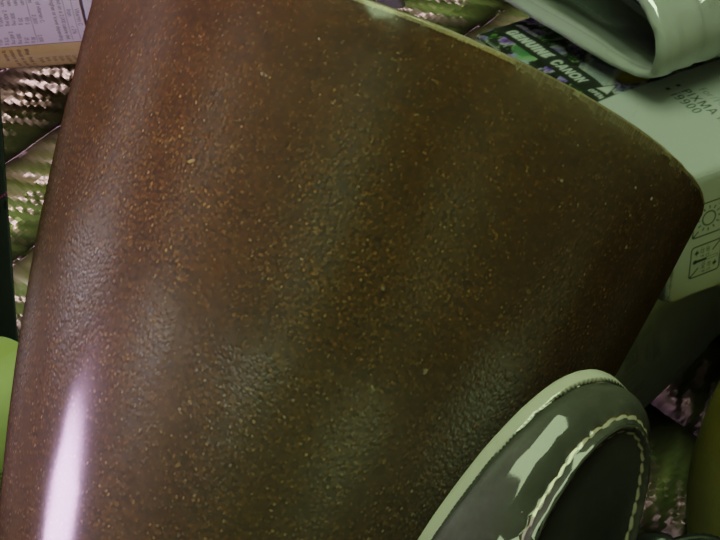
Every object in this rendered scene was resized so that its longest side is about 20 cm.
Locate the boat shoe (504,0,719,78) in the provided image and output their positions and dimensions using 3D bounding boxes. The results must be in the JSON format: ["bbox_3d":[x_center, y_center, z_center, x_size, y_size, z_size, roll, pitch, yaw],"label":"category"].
[{"bbox_3d":[0.046,-0.128,0.938,0.067,0.074,0.200,-30,48,-35],"label":"boat shoe"}]

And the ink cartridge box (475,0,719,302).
[{"bbox_3d":[0.148,-0.064,0.958,0.200,0.050,0.109,-20,40,-25],"label":"ink cartridge box"}]

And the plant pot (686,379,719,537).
[{"bbox_3d":[0.200,0.041,0.853,0.200,0.142,0.200,-1,57,2],"label":"plant pot"}]

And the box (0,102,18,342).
[{"bbox_3d":[-0.221,0.013,0.900,0.200,0.149,0.124,-23,34,-39],"label":"box"}]

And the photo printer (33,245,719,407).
[{"bbox_3d":[0.000,0.000,0.985,0.166,0.070,0.200,-39,55,-25],"label":"photo printer"}]

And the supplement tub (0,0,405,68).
[{"bbox_3d":[-0.087,-0.151,1.083,0.200,0.145,0.145,-4,48,3],"label":"supplement tub"}]

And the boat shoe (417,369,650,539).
[{"bbox_3d":[0.027,0.122,0.763,0.057,0.067,0.200,35,91,40],"label":"boat shoe"}]

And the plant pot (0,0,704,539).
[{"bbox_3d":[-0.024,0.041,0.818,0.187,0.187,0.200,17,79,21],"label":"plant pot"}]

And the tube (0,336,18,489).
[{"bbox_3d":[-0.175,0.082,0.849,0.200,0.058,0.052,-27,32,-35],"label":"tube"}]

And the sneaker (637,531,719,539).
[{"bbox_3d":[0.095,0.128,0.789,0.071,0.098,0.200,-11,16,-9],"label":"sneaker"}]
